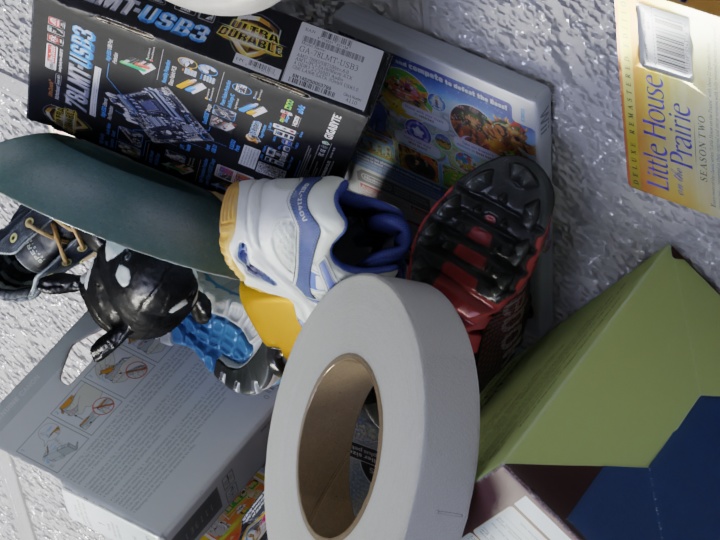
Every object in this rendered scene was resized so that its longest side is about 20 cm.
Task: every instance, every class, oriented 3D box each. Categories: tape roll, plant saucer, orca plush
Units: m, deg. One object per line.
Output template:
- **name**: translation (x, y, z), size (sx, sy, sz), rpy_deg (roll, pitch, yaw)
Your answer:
- **tape roll**: translation (0.003, 0.102, 1.289), size (0.037, 0.204, 0.203), rpy_deg (11, 159, -25)
- **plant saucer**: translation (-0.146, -0.047, 1.411), size (0.200, 0.039, 0.201), rpy_deg (22, -175, -2)
- **orca plush**: translation (-0.170, 0.023, 1.523), size (0.105, 0.071, 0.200), rpy_deg (44, 160, -29)

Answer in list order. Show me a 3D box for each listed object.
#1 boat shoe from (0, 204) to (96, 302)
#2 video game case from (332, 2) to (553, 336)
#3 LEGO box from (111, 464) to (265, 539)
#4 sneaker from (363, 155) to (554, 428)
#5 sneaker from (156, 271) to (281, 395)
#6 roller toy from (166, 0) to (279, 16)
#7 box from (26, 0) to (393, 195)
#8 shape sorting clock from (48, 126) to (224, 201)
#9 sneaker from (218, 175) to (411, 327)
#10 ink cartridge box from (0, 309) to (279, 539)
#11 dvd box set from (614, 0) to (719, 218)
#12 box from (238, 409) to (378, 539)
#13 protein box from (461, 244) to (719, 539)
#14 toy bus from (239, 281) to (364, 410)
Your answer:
- **boat shoe**: translation (-0.202, -0.034, 1.613), size (0.071, 0.091, 0.200), rpy_deg (46, 148, -7)
- **video game case**: translation (0.052, -0.058, 1.375), size (0.143, 0.018, 0.201), rpy_deg (26, 145, 26)
- **LEGO box**: translation (-0.057, 0.180, 1.608), size (0.148, 0.200, 0.077), rpy_deg (28, 145, 23)
- **sneaker**: translation (0.067, 0.008, 1.354), size (0.071, 0.098, 0.201), rpy_deg (34, 124, 16)
- **sneaker**: translation (-0.086, 0.027, 1.583), size (0.200, 0.086, 0.075), rpy_deg (39, 121, 44)
- **roller toy**: translation (-0.073, -0.231, 1.186), size (0.199, 0.140, 0.183), rpy_deg (25, 145, 26)
- **box**: translation (-0.095, -0.105, 1.338), size (0.197, 0.050, 0.200), rpy_deg (22, 160, -2)
- **shape sorting clock**: translation (-0.113, -0.082, 1.478), size (0.199, 0.039, 0.201), rpy_deg (17, 138, 16)
- **sneaker**: translation (0.000, 0.000, 1.369), size (0.088, 0.076, 0.200), rpy_deg (-9, 159, 28)
- **ink cartridge box**: translation (-0.141, 0.093, 1.596), size (0.173, 0.200, 0.044), rpy_deg (23, 145, 29)
- **dvd box set**: translation (0.223, -0.070, 1.157), size (0.199, 0.029, 0.147), rpy_deg (22, 143, 29)
- **box**: translation (0.035, 0.197, 1.463), size (0.199, 0.115, 0.132), rpy_deg (28, 122, -16)
- **protein box**: translation (0.128, 0.128, 1.328), size (0.135, 0.199, 0.200), rpy_deg (44, 143, -3)
- **toy bus**: translation (0.001, 0.062, 1.500), size (0.065, 0.078, 0.200), rpy_deg (-2, 136, 42)
